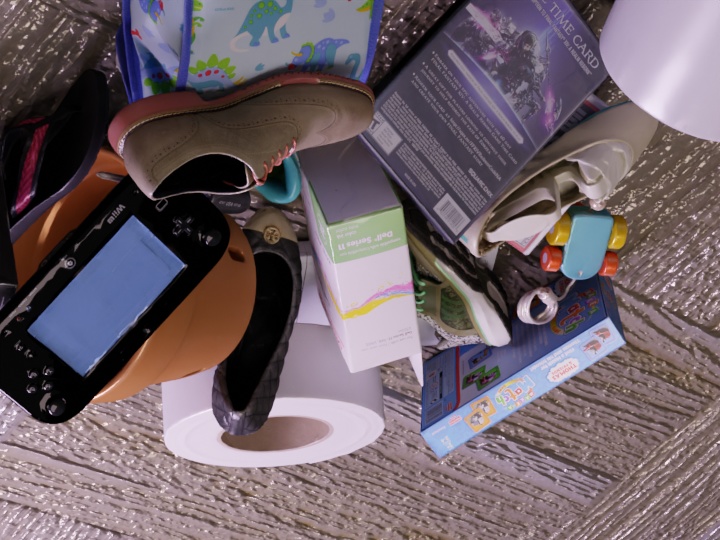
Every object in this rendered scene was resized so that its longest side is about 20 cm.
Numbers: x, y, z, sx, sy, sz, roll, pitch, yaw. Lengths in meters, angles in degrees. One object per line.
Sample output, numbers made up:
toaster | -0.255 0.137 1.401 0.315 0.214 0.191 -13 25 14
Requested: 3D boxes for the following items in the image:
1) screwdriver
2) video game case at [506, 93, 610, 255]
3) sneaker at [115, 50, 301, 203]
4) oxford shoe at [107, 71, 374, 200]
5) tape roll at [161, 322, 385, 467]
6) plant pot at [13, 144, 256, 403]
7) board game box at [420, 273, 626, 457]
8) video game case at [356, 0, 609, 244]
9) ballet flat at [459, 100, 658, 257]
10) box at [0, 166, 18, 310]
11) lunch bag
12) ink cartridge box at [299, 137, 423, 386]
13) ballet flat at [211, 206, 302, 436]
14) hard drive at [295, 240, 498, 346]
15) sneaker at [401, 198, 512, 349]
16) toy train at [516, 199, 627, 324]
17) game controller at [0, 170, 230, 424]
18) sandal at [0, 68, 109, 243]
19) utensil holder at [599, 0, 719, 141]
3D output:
screwdriver | -0.141 -0.059 1.369 0.029 0.028 0.199 -35 163 25
video game case | 0.112 -0.116 1.518 0.199 0.017 0.143 33 105 -29
sneaker | -0.107 -0.122 1.427 0.077 0.080 0.200 -37 134 17
oxford shoe | -0.073 -0.086 1.286 0.198 0.075 0.071 -13 147 -23
tape roll | -0.078 0.114 1.643 0.200 0.072 0.203 -5 157 -2
plant pot | -0.178 0.009 1.470 0.200 0.201 0.139 -45 149 25
board game box | 0.145 0.077 1.688 0.199 0.152 0.037 -34 106 14
video game case | 0.098 -0.140 1.452 0.200 0.019 0.143 -47 121 -7
ballet flat | 0.165 -0.071 1.509 0.199 0.070 0.070 -27 138 0
box | -0.308 0.012 1.403 0.047 0.194 0.201 6 133 -21
lunch bag | -0.081 -0.174 1.332 0.169 0.128 0.202 -16 131 -25
ink cartridge box | 0.000 0.000 1.541 0.067 0.118 0.201 -15 130 -7
ballet flat | -0.082 0.040 1.530 0.066 0.202 0.057 10 160 -9
hard drive | 0.018 0.021 1.669 0.198 0.027 0.133 -5 136 -17
sneaker | 0.063 0.017 1.613 0.088 0.077 0.200 -24 135 16
toy train | 0.147 -0.057 1.604 0.149 0.056 0.201 -30 123 1
game controller | -0.183 0.016 1.312 0.200 0.042 0.104 -48 137 -4
sandal | -0.258 -0.077 1.421 0.045 0.076 0.200 21 127 -38
utensil holder | 0.293 -0.225 1.416 0.168 0.171 0.201 3 137 -24
